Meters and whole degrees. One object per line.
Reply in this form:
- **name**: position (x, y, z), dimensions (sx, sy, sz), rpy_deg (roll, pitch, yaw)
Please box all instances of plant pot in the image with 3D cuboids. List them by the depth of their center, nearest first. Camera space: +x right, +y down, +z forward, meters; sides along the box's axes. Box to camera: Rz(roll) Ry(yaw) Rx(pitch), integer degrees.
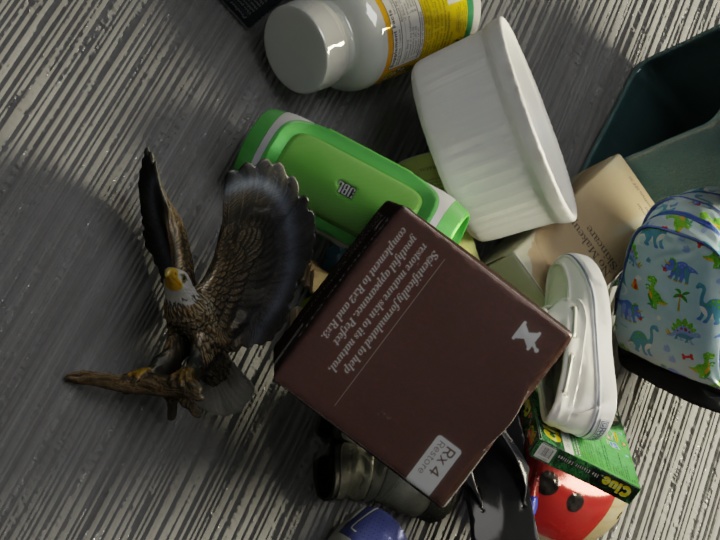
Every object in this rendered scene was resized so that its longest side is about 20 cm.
- **plant pot**: position (0.385, -0.118, 1.794), dimensions (0.200, 0.196, 0.196), rpy_deg (45, 52, -19)

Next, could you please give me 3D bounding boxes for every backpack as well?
- **backpack**: position (0.321, 0.020, 1.645), dimensions (0.154, 0.163, 0.201), rpy_deg (0, 112, -47)

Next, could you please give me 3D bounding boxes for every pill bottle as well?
- **pill bottle**: position (0.010, -0.232, 1.616), dimensions (0.200, 0.113, 0.113), rpy_deg (-27, 88, -40)

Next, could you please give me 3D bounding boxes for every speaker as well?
- **speaker**: position (-0.008, -0.064, 1.509), dimensions (0.200, 0.089, 0.089), rpy_deg (28, 53, 9)

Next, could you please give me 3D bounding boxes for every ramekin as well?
- **ramekin**: position (0.122, -0.124, 1.601), dimensions (0.200, 0.097, 0.201), rpy_deg (-21, 90, -78)

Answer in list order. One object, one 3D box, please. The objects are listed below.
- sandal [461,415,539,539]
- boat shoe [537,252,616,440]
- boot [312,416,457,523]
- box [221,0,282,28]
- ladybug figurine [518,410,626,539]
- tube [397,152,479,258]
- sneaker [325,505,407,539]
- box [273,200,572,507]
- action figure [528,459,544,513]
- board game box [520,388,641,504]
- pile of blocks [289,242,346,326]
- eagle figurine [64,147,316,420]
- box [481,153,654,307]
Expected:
- **sandal**: position (0.113, 0.171, 1.465), dimensions (0.076, 0.043, 0.201), rpy_deg (-13, 69, -10)
- **boat shoe**: position (0.180, 0.057, 1.528), dimensions (0.065, 0.074, 0.200), rpy_deg (15, 41, -18)
- **boot**: position (0.031, 0.116, 1.517), dimensions (0.130, 0.068, 0.201), rpy_deg (20, 67, -27)
- **box**: position (-0.049, -0.334, 1.559), dimensions (0.107, 0.200, 0.149), rpy_deg (48, 53, -11)
- **ladybug figurine**: position (0.171, 0.179, 1.591), dimensions (0.200, 0.072, 0.136), rpy_deg (25, 59, -25)
- **tube**: position (0.083, -0.011, 1.620), dimensions (0.052, 0.058, 0.201), rpy_deg (1, 73, -59)
- **sneaker**: position (-0.002, 0.280, 1.400), dimensions (0.081, 0.115, 0.200), rpy_deg (45, 53, -13)
- **box**: position (0.042, 0.057, 1.362), dimensions (0.164, 0.200, 0.166), rpy_deg (38, 91, -4)
- **action figure**: position (0.118, 0.250, 1.484), dimensions (0.065, 0.099, 0.201), rpy_deg (13, 90, 4)
- **board game box**: position (0.190, 0.129, 1.556), dimensions (0.105, 0.023, 0.200), rpy_deg (29, 22, -13)
- **pile of blocks**: position (0.000, 0.000, 1.549), dimensions (0.082, 0.062, 0.200), rpy_deg (39, 53, -16)
- **eagle figurine**: position (-0.130, 0.013, 1.394), dimensions (0.151, 0.151, 0.201), rpy_deg (22, 67, -14)
- **box**: position (0.203, -0.020, 1.690), dimensions (0.095, 0.078, 0.200), rpy_deg (53, 51, -7)
